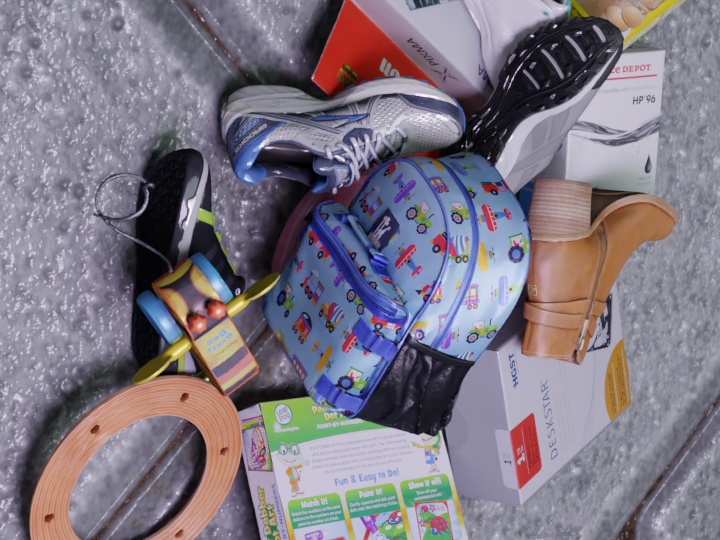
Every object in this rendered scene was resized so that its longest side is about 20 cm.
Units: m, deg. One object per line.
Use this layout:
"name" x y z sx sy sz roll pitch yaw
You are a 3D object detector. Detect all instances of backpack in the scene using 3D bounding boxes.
"backpack" 0.035 0.002 1.567 0.134 0.183 0.201 14 122 -35

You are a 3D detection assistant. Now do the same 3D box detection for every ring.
"ring" -0.182 0.169 1.621 0.199 0.019 0.202 -23 132 -27

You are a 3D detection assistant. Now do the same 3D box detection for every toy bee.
"toy bee" -0.130 0.036 1.513 0.199 0.109 0.131 34 96 -39

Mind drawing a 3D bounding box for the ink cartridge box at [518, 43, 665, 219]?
"ink cartridge box" 0.211 -0.144 1.823 0.115 0.068 0.202 -9 108 -35

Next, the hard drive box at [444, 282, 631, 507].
"hard drive box" 0.157 0.094 1.812 0.200 0.076 0.157 -35 123 -43

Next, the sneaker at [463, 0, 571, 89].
"sneaker" 0.148 -0.204 1.686 0.075 0.088 0.201 -50 122 -38

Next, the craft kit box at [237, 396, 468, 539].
"craft kit box" -0.001 0.203 1.713 0.199 0.048 0.200 -4 79 -41

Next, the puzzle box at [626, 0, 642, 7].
"puzzle box" 0.177 -0.307 1.663 0.133 0.199 0.026 -44 169 -51

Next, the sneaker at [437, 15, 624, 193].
"sneaker" 0.148 -0.133 1.674 0.079 0.074 0.200 13 127 -49

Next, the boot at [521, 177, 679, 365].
"boot" 0.202 0.005 1.748 0.199 0.073 0.157 6 90 -45

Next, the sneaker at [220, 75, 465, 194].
"sneaker" -0.013 -0.098 1.603 0.198 0.086 0.077 -4 138 2

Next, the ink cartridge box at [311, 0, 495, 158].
"ink cartridge box" 0.059 -0.180 1.684 0.200 0.043 0.175 40 59 -37

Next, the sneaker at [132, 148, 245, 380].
"sneaker" -0.133 -0.004 1.606 0.082 0.072 0.202 -4 116 -31

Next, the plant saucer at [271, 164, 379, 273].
"plant saucer" 0.000 0.000 1.717 0.199 0.051 0.203 -11 109 -35

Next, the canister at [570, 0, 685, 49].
"canister" 0.231 -0.282 1.754 0.200 0.149 0.087 -39 167 -19
